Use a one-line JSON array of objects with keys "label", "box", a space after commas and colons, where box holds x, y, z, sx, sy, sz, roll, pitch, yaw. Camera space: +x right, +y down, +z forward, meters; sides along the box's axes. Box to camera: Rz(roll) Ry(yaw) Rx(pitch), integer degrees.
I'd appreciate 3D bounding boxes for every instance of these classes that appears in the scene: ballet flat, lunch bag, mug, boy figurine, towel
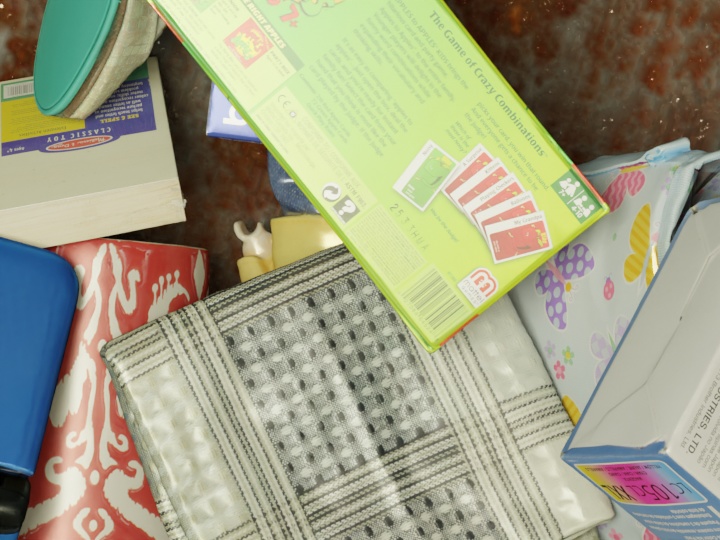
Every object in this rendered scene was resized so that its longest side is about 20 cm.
[{"label": "ballet flat", "box": [-0.096, -0.152, 0.962, 0.062, 0.067, 0.201, 1, 125, -32]}, {"label": "lunch bag", "box": [0.144, 0.041, 0.999, 0.127, 0.169, 0.201, -23, 96, -33]}, {"label": "mug", "box": [-0.154, 0.083, 1.007, 0.177, 0.133, 0.201, 5, 89, -7]}, {"label": "boy figurine", "box": [0.000, 0.000, 1.037, 0.124, 0.064, 0.201, -5, 99, 17]}, {"label": "towel", "box": [0.003, 0.088, 0.952, 0.192, 0.035, 0.201, -21, 82, -15]}]

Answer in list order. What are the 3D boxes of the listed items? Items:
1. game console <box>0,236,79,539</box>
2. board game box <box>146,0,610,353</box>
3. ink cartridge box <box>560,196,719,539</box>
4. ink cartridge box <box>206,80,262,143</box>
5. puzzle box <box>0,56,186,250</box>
[{"label": "game console", "box": [-0.243, 0.067, 0.925, 0.199, 0.119, 0.171, 16, 124, -11]}, {"label": "board game box", "box": [0.007, -0.074, 0.926, 0.101, 0.048, 0.200, -39, 95, 2]}, {"label": "ink cartridge box", "box": [0.199, 0.079, 0.886, 0.200, 0.076, 0.137, 39, 68, -20]}, {"label": "ink cartridge box", "box": [-0.013, -0.155, 0.965, 0.094, 0.044, 0.201, 7, 95, -1]}, {"label": "puzzle box", "box": [-0.186, -0.047, 0.996, 0.199, 0.133, 0.026, -10, 122, -4]}]
